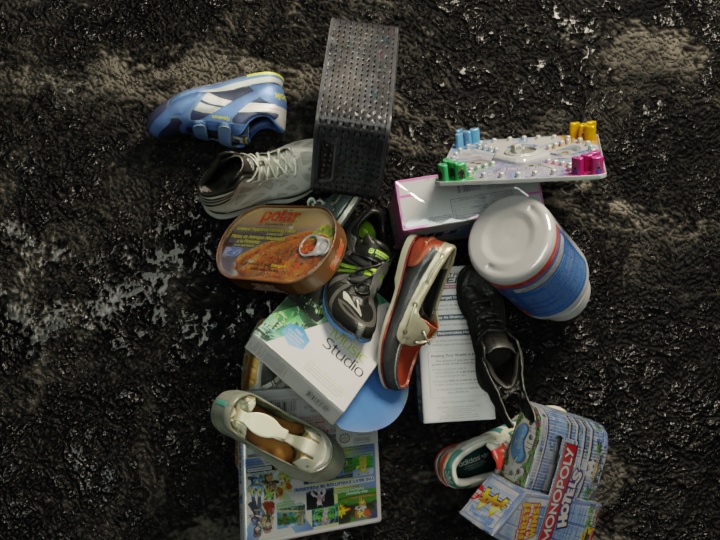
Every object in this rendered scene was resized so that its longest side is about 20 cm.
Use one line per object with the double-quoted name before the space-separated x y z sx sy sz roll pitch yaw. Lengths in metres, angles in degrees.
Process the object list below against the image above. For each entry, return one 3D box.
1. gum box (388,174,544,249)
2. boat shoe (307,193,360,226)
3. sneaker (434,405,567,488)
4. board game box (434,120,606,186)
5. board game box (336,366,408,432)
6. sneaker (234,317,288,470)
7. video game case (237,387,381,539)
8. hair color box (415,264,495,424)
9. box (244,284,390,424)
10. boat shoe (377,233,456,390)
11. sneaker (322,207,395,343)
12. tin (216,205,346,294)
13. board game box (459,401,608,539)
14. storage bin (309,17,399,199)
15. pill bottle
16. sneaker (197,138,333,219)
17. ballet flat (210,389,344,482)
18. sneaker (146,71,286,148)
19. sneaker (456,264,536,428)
"gum box" 0.141 -0.085 1.013 0.195 0.114 0.068 -9 79 -3
"boat shoe" -0.054 -0.069 1.027 0.061 0.073 0.202 34 90 1
"sneaker" 0.194 0.237 0.998 0.196 0.093 0.072 -20 86 -4
"board game box" 0.203 -0.151 0.963 0.195 0.200 0.026 -1 113 15
"board game box" -0.028 0.125 0.996 0.201 0.039 0.157 49 41 10
"sneaker" -0.114 0.167 1.011 0.086 0.075 0.205 6 89 -16
"video game case" -0.063 0.242 0.979 0.196 0.022 0.187 1 84 -31
"hair color box" 0.122 0.097 1.024 0.098 0.061 0.205 -2 85 -3
"box" -0.037 0.079 0.971 0.144 0.036 0.200 40 40 0
"boat shoe" 0.071 0.057 0.960 0.061 0.071 0.205 15 96 26
"sneaker" 0.000 0.000 0.976 0.070 0.083 0.203 22 49 -19
"tin" -0.103 -0.028 0.981 0.197 0.042 0.114 5 67 38
"board game box" 0.223 0.276 0.953 0.197 0.061 0.204 19 88 -38
"storage bin" -0.007 -0.207 0.975 0.092 0.136 0.203 7 54 -3
"pill bottle" 0.223 -0.004 0.965 0.110 0.199 0.115 -15 61 29
"sneaker" -0.122 -0.128 1.007 0.197 0.115 0.077 -24 86 -5
"ballet flat" -0.089 0.205 0.917 0.198 0.063 0.068 33 68 -24
"sneaker" -0.191 -0.205 1.033 0.196 0.074 0.084 -16 88 -3
"sneaker" 0.167 0.088 0.944 0.059 0.104 0.205 -10 85 -4
